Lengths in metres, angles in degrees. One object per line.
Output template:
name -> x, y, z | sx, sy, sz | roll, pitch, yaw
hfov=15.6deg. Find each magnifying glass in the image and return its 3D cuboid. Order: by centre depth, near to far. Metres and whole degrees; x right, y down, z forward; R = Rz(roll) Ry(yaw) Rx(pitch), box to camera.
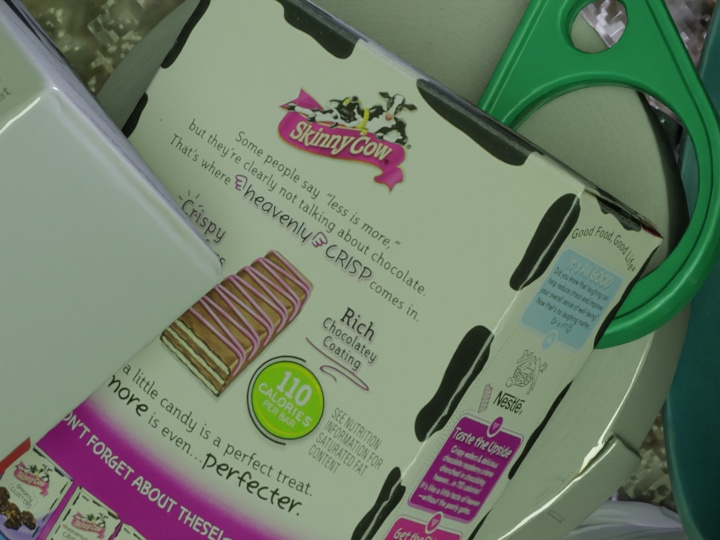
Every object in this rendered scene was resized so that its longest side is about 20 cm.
magnifying glass -> 0.068, -0.077, 0.750 | 0.079, 0.022, 0.202 | -2, 76, 21

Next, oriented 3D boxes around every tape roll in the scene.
tape roll -> 0.000, 0.000, 0.784 | 0.201, 0.037, 0.204 | -5, 74, 18

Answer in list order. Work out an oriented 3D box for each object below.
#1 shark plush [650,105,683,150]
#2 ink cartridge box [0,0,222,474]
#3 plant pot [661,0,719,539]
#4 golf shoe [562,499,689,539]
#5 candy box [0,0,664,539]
shark plush -> 0.043, 0.043, 0.816 | 0.200, 0.083, 0.091 | -43, 103, -1
ink cartridge box -> -0.147, -0.024, 0.716 | 0.144, 0.200, 0.084 | -41, 130, 0
plant pot -> 0.199, -0.007, 0.724 | 0.186, 0.200, 0.202 | 8, 97, -8
golf shoe -> 0.137, 0.111, 0.827 | 0.198, 0.092, 0.076 | -3, 96, -4
candy box -> -0.029, 0.035, 0.722 | 0.136, 0.061, 0.201 | 36, 97, 30
